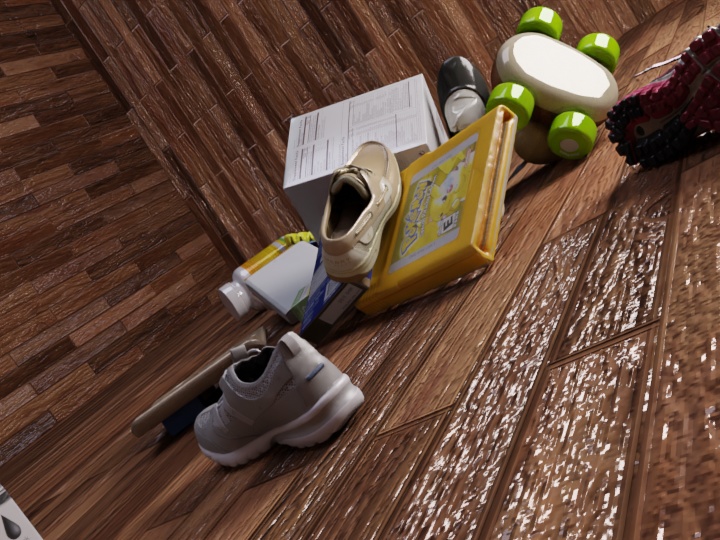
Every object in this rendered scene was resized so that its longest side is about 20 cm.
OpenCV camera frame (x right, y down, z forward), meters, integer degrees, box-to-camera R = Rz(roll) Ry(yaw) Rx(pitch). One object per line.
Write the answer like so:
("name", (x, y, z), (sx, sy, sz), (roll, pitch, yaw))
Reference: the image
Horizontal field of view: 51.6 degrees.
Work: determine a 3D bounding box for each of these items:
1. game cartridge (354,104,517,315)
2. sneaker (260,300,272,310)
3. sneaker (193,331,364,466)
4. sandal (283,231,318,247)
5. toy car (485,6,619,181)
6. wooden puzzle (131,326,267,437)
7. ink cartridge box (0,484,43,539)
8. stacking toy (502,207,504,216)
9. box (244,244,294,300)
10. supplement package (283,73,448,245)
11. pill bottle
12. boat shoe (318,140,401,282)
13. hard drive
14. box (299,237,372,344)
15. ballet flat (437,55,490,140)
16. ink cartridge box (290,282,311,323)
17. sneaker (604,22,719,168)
("game cartridge", (0.074, -0.058, 0.776), (0.199, 0.032, 0.178), (-26, 41, 51))
("sneaker", (-0.107, 0.004, 1.474), (0.113, 0.073, 0.201), (-25, 20, 32))
("sneaker", (-0.077, 0.093, 0.578), (0.199, 0.082, 0.075), (-28, 9, 46))
("sandal", (-0.071, -0.047, 1.610), (0.198, 0.088, 0.079), (-9, -5, 28))
("toy car", (0.224, -0.197, 0.967), (0.200, 0.156, 0.166), (112, -177, -63))
("wooden puzzle", (-0.192, 0.147, 0.959), (0.184, 0.047, 0.200), (-35, 2, -5))
("ink cartridge box", (-0.326, 0.201, 0.518), (0.085, 0.201, 0.146), (-29, 8, 34))
("stacking toy", (0.070, -0.046, 0.888), (0.199, 0.086, 0.085), (-35, 5, 32))
("box", (-0.119, 0.019, 1.319), (0.119, 0.042, 0.200), (-36, 28, -16))
("supplement package", (0.018, -0.138, 1.021), (0.198, 0.152, 0.152), (-15, 46, 17))
("pill bottle", (-0.218, 0.020, 1.680), (0.199, 0.112, 0.111), (-37, 7, -22))
("boat shoe", (-0.002, -0.081, 0.800), (0.071, 0.065, 0.202), (1, 47, 18))
("hard drive", (-0.104, 0.014, 1.238), (0.131, 0.026, 0.200), (-36, 27, -15))
("box", (-0.019, -0.026, 0.877), (0.121, 0.032, 0.202), (-49, 24, 43))
("ballet flat", (0.146, -0.175, 0.970), (0.067, 0.202, 0.069), (-13, 23, 13))
("ink cartridge box", (0.000, 0.000, 1.032), (0.199, 0.048, 0.146), (-37, 6, 4))
("sneaker", (0.274, -0.147, 0.573), (0.074, 0.081, 0.200), (-34, 6, -20))
